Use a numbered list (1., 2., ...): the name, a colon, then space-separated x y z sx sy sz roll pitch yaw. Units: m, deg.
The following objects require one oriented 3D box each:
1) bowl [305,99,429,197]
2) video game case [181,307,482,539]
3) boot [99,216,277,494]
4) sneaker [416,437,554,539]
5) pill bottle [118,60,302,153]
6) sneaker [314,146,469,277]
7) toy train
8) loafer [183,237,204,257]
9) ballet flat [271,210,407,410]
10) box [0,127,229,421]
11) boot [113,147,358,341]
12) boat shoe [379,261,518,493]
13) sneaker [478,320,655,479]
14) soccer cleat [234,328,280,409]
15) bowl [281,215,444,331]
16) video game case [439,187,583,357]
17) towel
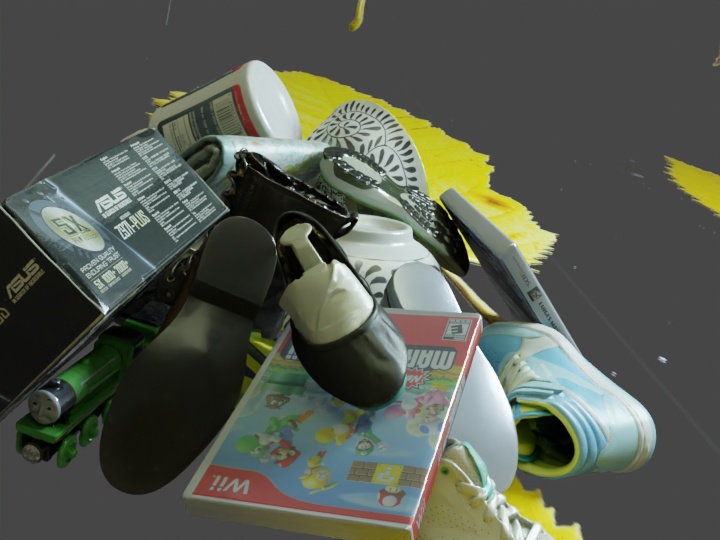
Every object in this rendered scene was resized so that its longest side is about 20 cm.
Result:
1. bowl: -0.020 -0.091 1.040 0.094 0.202 0.200 -23 39 -34
2. video game case: -0.009 0.087 0.577 0.142 0.018 0.200 2 34 19
3. boot: -0.119 0.062 0.614 0.073 0.201 0.075 31 -28 -14
4. sneaker: 0.068 0.152 0.557 0.199 0.089 0.075 23 21 24
5. pill bottle: -0.181 -0.154 1.052 0.199 0.120 0.120 -21 9 19
6. sneaker: 0.027 -0.048 0.955 0.199 0.089 0.077 36 30 0
7. toy train: -0.181 0.073 0.637 0.041 0.057 0.200 17 19 7
8. loafer: -0.139 -0.038 0.951 0.075 0.070 0.200 23 20 22
9. ballet flat: -0.028 0.017 0.611 0.068 0.069 0.200 -30 33 -3
10. box: -0.202 0.006 0.600 0.086 0.164 0.200 48 24 -7
11. boot: -0.120 -0.023 0.734 0.199 0.175 0.069 20 26 -12
12. boat shoe: 0.065 0.092 0.709 0.073 0.065 0.201 0 57 -24
13. sneaker: 0.141 0.104 0.762 0.130 0.080 0.200 0 24 -40
14. soccer cleat: -0.058 0.097 0.659 0.198 0.065 0.084 9 46 2
15. bowl: 0.000 0.000 0.855 0.199 0.095 0.201 6 12 -1
16. video game case: 0.159 0.015 0.917 0.182 0.023 0.200 55 3 -23
17. towel: -0.151 -0.091 0.960 0.199 0.049 0.171 -25 -8 37
